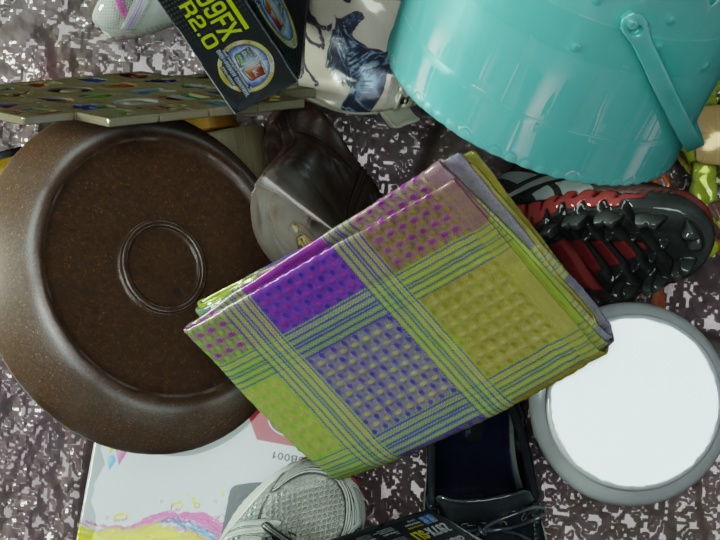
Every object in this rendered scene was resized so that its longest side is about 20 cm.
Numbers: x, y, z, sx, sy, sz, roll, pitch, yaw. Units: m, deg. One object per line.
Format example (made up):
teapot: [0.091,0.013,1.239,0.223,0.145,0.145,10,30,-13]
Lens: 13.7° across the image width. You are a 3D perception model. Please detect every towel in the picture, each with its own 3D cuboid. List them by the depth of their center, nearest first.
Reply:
towel: [0.022,0.029,1.588,0.200,0.023,0.144,-30,114,30]

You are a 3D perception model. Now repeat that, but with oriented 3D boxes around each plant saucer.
plant saucer: [-0.115,0.001,1.669,0.200,0.034,0.201,9,72,-29]

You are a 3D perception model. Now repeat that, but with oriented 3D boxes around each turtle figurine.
turtle figurine: [0.228,-0.068,1.759,0.161,0.064,0.201,3,76,-6]

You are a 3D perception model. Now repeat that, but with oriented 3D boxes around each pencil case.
pencil case: [0.017,-0.187,1.730,0.089,0.078,0.201,28,121,35]

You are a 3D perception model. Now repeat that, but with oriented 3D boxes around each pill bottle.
pill bottle: [0.151,0.076,1.686,0.113,0.200,0.114,0,87,4]

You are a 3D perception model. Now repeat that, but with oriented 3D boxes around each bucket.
bucket: [0.119,-0.149,1.636,0.207,0.207,0.135,24,119,4]

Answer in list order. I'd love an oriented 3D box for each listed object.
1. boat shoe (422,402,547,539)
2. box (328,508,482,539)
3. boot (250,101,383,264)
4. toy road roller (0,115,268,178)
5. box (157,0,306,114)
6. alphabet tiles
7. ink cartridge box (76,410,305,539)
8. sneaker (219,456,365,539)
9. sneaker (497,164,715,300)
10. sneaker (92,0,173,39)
boat shoe: [0.071,0.135,1.744,0.074,0.062,0.201,-6,103,2]
box: [-0.023,0.226,1.658,0.049,0.200,0.160,32,112,27]
boot: [0.000,0.000,1.685,0.064,0.200,0.187,-37,104,8]
toy road roller: [-0.147,-0.026,1.733,0.199,0.146,0.123,-14,87,2]
box: [-0.088,-0.200,1.689,0.044,0.200,0.160,-27,113,15]
alphabet tiles: [-0.133,-0.098,1.706,0.200,0.166,0.006,-8,103,-37]
ink cartridge box: [-0.088,0.148,1.753,0.145,0.083,0.201,10,87,2]
sneaker: [-0.064,0.192,1.667,0.078,0.082,0.200,35,88,2]
sneaker: [0.130,-0.032,1.693,0.098,0.200,0.071,-50,116,-31]
sneaker: [-0.157,-0.224,1.778,0.088,0.081,0.200,-27,81,4]
